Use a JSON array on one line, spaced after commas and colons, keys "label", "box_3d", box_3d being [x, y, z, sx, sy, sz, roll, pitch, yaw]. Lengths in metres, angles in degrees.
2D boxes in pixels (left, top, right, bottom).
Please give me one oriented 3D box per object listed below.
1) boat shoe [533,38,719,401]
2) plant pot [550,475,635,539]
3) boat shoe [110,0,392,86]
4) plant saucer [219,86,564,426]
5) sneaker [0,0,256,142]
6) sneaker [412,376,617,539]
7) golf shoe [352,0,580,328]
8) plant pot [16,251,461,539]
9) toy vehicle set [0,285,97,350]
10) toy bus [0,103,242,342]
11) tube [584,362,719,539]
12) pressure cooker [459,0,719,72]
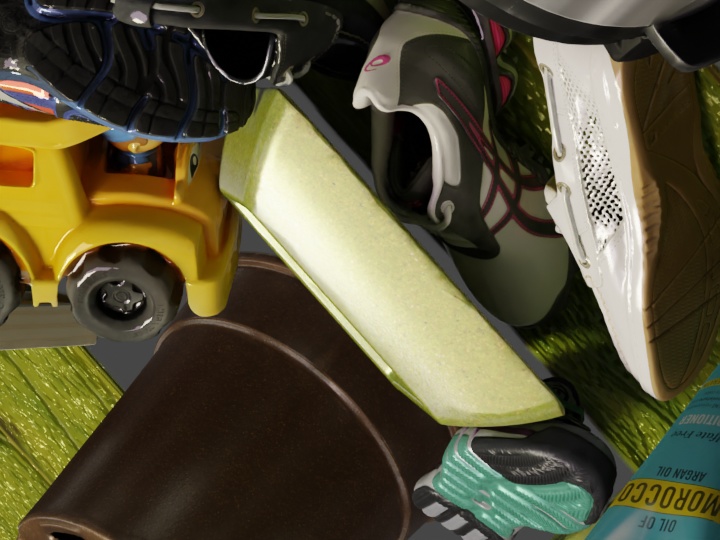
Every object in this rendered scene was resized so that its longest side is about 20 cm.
[{"label": "boat shoe", "box_3d": [0.118, -0.034, 1.131, 0.069, 0.071, 0.200, 15, 129, 37]}, {"label": "plant pot", "box_3d": [0.161, 0.203, 1.260, 0.184, 0.200, 0.200, 52, 147, 7]}, {"label": "boat shoe", "box_3d": [-0.048, -0.113, 1.119, 0.072, 0.068, 0.200, 2, 170, 28]}, {"label": "plant saucer", "box_3d": [0.000, 0.000, 1.218, 0.200, 0.048, 0.200, 48, 177, -9]}, {"label": "sneaker", "box_3d": [-0.145, -0.106, 1.170, 0.199, 0.076, 0.078, 17, 173, -2]}, {"label": "sneaker", "box_3d": [0.084, 0.080, 1.236, 0.074, 0.088, 0.200, 36, 162, -8]}, {"label": "golf shoe", "box_3d": [0.042, -0.041, 1.183, 0.077, 0.088, 0.200, 10, 136, 37]}, {"label": "plant pot", "box_3d": [-0.074, 0.129, 1.390, 0.200, 0.198, 0.201, 27, 144, 22]}, {"label": "toy vehicle set", "box_3d": [-0.266, 0.023, 1.491, 0.124, 0.200, 0.027, 13, 99, 35]}, {"label": "toy bus", "box_3d": [-0.159, -0.076, 1.274, 0.199, 0.136, 0.192, 4, 129, 0]}, {"label": "tube", "box_3d": [0.160, 0.079, 1.090, 0.077, 0.200, 0.050, -2, 127, 45]}, {"label": "pressure cooker", "box_3d": [0.091, -0.180, 0.890, 0.178, 0.176, 0.200, 19, 153, -16]}]
